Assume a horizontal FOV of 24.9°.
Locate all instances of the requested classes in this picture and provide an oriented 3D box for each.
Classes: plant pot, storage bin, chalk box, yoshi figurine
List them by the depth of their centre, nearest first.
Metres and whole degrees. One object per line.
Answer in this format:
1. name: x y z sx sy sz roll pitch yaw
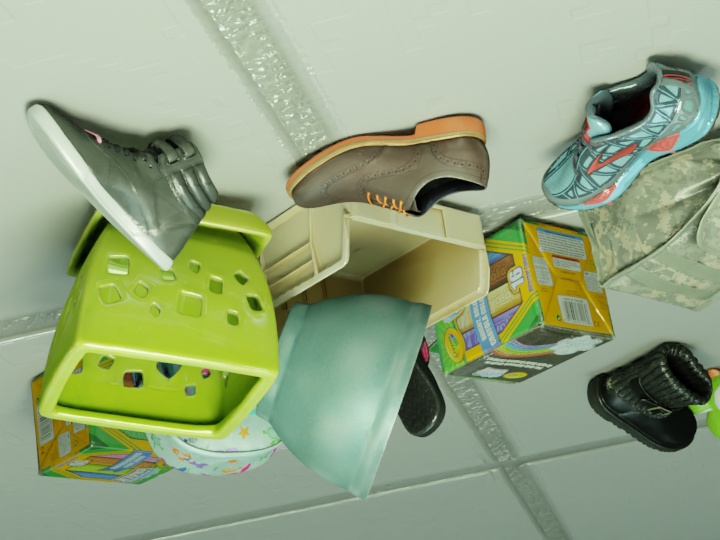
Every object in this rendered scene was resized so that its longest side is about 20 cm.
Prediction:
1. plant pot: -0.192 0.038 1.572 0.197 0.183 0.200 10 154 -18
2. plant pot: -0.024 0.108 1.601 0.133 0.202 0.201 19 156 1
3. storage bin: 0.000 0.000 1.688 0.199 0.095 0.198 12 151 -40
4. chalk box: 0.159 0.045 1.801 0.124 0.125 0.199 10 152 -40
5. chalk box: -0.281 0.182 1.984 0.199 0.126 0.124 11 151 -42
6. yoshi figurine: 0.572 0.187 2.342 0.198 0.113 0.112 -16 164 25

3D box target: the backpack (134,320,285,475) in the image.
1. backpack: -0.150 0.113 1.751 0.176 0.202 0.151 2 160 -23

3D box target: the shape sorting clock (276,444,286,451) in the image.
1. shape sorting clock: -0.054 0.189 2.037 0.198 0.040 0.200 -6 159 -2

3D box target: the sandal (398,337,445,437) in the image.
1. sandal: 0.048 0.099 1.803 0.045 0.201 0.075 13 132 -45

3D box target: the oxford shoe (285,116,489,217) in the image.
1. oxford shoe: 0.024 -0.084 1.520 0.198 0.073 0.071 -15 158 17

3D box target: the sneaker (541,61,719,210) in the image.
1. sneaker: 0.229 -0.132 1.505 0.095 0.080 0.200 22 136 -35

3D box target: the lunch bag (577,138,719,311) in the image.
1. lunch bag: 0.355 -0.053 1.669 0.163 0.119 0.200 13 144 -40

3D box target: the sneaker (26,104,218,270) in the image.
1. sneaker: -0.202 -0.098 1.427 0.099 0.071 0.200 -48 126 -9

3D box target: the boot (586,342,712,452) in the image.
1. boot: 0.437 0.180 2.271 0.210 0.080 0.157 23 144 -33
